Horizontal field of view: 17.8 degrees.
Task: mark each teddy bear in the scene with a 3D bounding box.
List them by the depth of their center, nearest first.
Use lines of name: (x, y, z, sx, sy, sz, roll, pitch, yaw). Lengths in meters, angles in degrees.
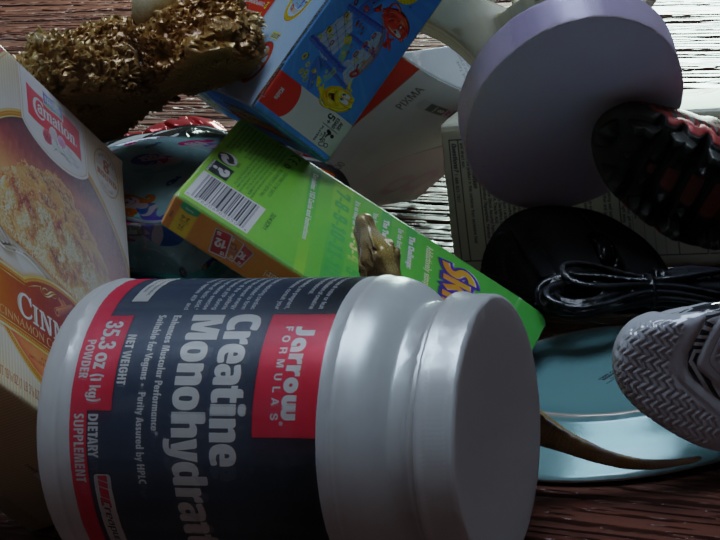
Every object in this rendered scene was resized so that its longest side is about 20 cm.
teddy bear: (-0.149, -0.108, 1.239, 0.200, 0.067, 0.145, -27, -15, 36)

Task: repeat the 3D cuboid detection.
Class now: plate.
plate: (0.133, 0.062, 1.203, 0.200, 0.026, 0.200, -7, 16, 2)

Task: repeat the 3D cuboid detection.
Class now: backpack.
backpack: (-0.117, 0.006, 1.305, 0.200, 0.151, 0.177, -2, 18, 32)

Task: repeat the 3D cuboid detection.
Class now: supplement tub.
supplement tub: (-0.032, 0.072, 1.037, 0.200, 0.141, 0.140, -1, 18, 22)

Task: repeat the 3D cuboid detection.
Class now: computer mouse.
computer mouse: (0.136, -0.007, 1.328, 0.138, 0.053, 0.200, 2, 6, -19)

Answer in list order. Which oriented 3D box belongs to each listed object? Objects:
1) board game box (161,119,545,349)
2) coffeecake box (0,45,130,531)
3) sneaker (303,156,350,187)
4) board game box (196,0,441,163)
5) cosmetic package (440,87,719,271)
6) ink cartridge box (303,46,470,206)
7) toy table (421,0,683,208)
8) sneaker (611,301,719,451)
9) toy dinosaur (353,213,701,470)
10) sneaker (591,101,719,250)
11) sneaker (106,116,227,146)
board game box: (0.000, 0.000, 1.208, 0.200, 0.030, 0.096, 31, 34, 2)
coffeecake box: (-0.177, 0.004, 1.127, 0.073, 0.154, 0.200, -19, 58, 18)
sneaker: (-0.100, -0.011, 1.482, 0.200, 0.078, 0.112, -17, 20, 6)
board game box: (-0.017, -0.171, 1.309, 0.196, 0.056, 0.200, -55, 24, -2)
cosmetic package: (0.160, -0.058, 1.452, 0.199, 0.104, 0.087, 0, 15, 18)
ink cartridge box: (0.009, -0.091, 1.544, 0.200, 0.057, 0.162, -18, -15, -46)
toy table: (0.108, -0.135, 1.323, 0.183, 0.117, 0.200, -5, -28, -13)
sneaker: (0.210, 0.038, 1.134, 0.199, 0.075, 0.115, 2, 17, -12)
toy dinosaur: (0.056, 0.061, 1.103, 0.058, 0.200, 0.101, -54, 5, -32)
sneaker: (0.221, -0.053, 1.318, 0.200, 0.071, 0.098, 22, 35, -12)
sneaker: (-0.162, -0.062, 1.633, 0.200, 0.071, 0.098, -16, 16, -30)
